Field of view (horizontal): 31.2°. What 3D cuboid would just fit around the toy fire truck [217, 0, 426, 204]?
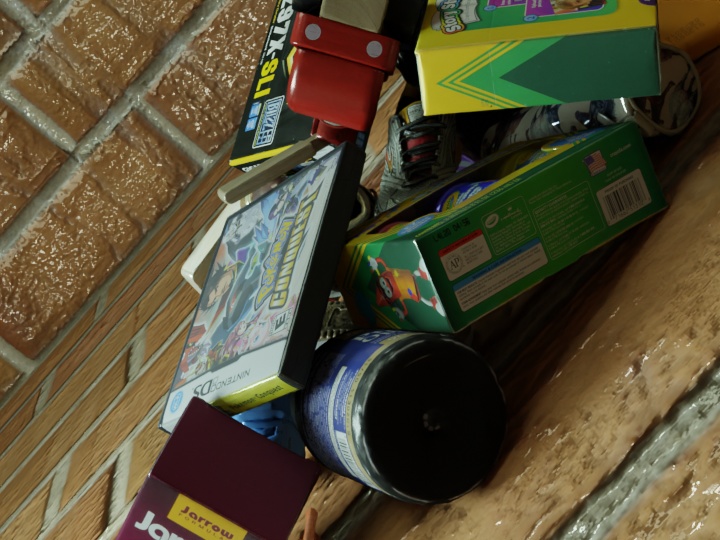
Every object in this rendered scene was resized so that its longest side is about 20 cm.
[{"bbox_3d":[-0.034,-0.136,1.014,0.176,0.127,0.203,-68,-7,-85],"label":"toy fire truck"}]

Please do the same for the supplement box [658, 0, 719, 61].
[{"bbox_3d":[0.290,-0.265,1.111,0.126,0.073,0.201,-32,22,46],"label":"supplement box"}]

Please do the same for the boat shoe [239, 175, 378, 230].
[{"bbox_3d":[-0.014,-0.047,1.202,0.072,0.198,0.073,-7,66,53],"label":"boat shoe"}]

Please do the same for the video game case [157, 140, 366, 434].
[{"bbox_3d":[-0.077,0.017,0.988,0.180,0.025,0.202,-27,41,49],"label":"video game case"}]

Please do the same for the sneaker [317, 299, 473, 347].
[{"bbox_3d":[0.013,0.085,1.093,0.197,0.113,0.072,-2,37,28],"label":"sneaker"}]

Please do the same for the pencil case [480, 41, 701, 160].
[{"bbox_3d":[0.180,-0.116,1.053,0.089,0.078,0.199,-41,8,-35],"label":"pencil case"}]

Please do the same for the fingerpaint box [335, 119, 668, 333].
[{"bbox_3d":[0.093,-0.033,0.949,0.198,0.074,0.166,-28,11,-21],"label":"fingerpaint box"}]

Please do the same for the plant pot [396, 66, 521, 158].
[{"bbox_3d":[0.149,-0.241,1.264,0.200,0.200,0.177,-44,0,17],"label":"plant pot"}]

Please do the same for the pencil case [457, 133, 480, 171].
[{"bbox_3d":[0.090,-0.114,1.297,0.201,0.084,0.085,-77,5,-63],"label":"pencil case"}]

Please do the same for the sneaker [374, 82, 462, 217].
[{"bbox_3d":[0.047,-0.099,1.114,0.077,0.083,0.201,-6,35,7],"label":"sneaker"}]

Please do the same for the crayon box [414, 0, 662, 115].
[{"bbox_3d":[0.138,-0.196,0.980,0.170,0.059,0.201,-4,35,15],"label":"crayon box"}]

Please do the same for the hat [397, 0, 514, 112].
[{"bbox_3d":[0.117,-0.194,1.126,0.198,0.081,0.203,-9,49,11],"label":"hat"}]

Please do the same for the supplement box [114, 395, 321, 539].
[{"bbox_3d":[-0.123,0.205,0.965,0.201,0.109,0.086,-60,1,40],"label":"supplement box"}]

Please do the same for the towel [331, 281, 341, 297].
[{"bbox_3d":[0.000,0.000,1.111,0.200,0.169,0.049,170,97,-70],"label":"towel"}]

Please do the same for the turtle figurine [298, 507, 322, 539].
[{"bbox_3d":[-0.051,0.244,0.864,0.162,0.064,0.200,-55,-7,-7],"label":"turtle figurine"}]

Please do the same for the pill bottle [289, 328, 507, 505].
[{"bbox_3d":[0.016,0.099,0.929,0.112,0.112,0.200,-52,16,-13],"label":"pill bottle"}]

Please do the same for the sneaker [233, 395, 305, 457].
[{"bbox_3d":[-0.076,0.139,1.065,0.201,0.065,0.079,92,-177,-55],"label":"sneaker"}]

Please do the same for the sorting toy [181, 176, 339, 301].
[{"bbox_3d":[-0.053,-0.015,1.299,0.069,0.199,0.201,24,72,38],"label":"sorting toy"}]

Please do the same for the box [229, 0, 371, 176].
[{"bbox_3d":[-0.037,-0.190,1.192,0.159,0.049,0.203,-7,63,54],"label":"box"}]
